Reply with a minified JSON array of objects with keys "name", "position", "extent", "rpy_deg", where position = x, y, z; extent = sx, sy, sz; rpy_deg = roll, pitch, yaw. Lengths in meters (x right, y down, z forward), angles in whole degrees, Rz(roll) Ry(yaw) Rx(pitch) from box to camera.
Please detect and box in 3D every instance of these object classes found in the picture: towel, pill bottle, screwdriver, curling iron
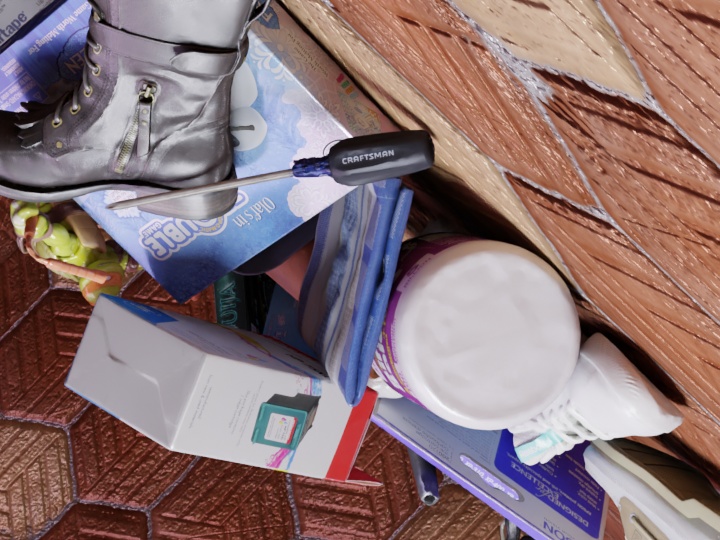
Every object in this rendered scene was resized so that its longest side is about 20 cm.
[{"name":"towel","position":[-0.007,-0.005,1.521],"extent":[0.024,0.147,0.200],"rpy_deg":[11,-171,-11]},{"name":"pill bottle","position":[0.059,0.033,1.496],"extent":[0.112,0.112,0.200],"rpy_deg":[45,175,-9]},{"name":"screwdriver","position":[-0.055,-0.057,1.391],"extent":[0.028,0.200,0.029],"rpy_deg":[-76,-22,-60]},{"name":"curling iron","position":[0.050,0.108,1.760],"extent":[0.049,0.026,0.200],"rpy_deg":[14,-154,-5]}]

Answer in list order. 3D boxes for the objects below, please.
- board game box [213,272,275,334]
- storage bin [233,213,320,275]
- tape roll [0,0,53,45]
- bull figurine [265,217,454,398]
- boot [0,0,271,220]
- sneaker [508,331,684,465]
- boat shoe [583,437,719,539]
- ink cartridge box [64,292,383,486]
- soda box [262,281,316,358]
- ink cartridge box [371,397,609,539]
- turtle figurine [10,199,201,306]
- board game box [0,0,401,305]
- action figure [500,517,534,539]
[{"name":"board game box","position":[-0.078,0.001,1.811],"extent":[0.135,0.028,0.200],"rpy_deg":[54,-154,-57]},{"name":"storage bin","position":[-0.109,-0.110,1.630],"extent":[0.200,0.145,0.134],"rpy_deg":[48,-176,-40]},{"name":"tape roll","position":[-0.259,-0.198,1.671],"extent":[0.085,0.200,0.200],"rpy_deg":[44,176,11]},{"name":"bull figurine","position":[0.000,0.000,1.660],"extent":[0.200,0.121,0.065],"rpy_deg":[41,175,34]},{"name":"boot","position":[-0.148,-0.123,1.403],"extent":[0.200,0.069,0.174],"rpy_deg":[8,128,5]},{"name":"sneaker","position":[0.132,0.087,1.485],"extent":[0.075,0.088,0.200],"rpy_deg":[47,175,-11]},{"name":"boat shoe","position":[0.202,0.167,1.584],"extent":[0.075,0.069,0.200],"rpy_deg":[14,-167,-29]},{"name":"ink cartridge box","position":[-0.075,0.080,1.552],"extent":[0.116,0.067,0.200],"rpy_deg":[26,-173,43]},{"name":"soda box","position":[-0.026,0.032,1.756],"extent":[0.200,0.068,0.064],"rpy_deg":[-79,-16,-50]},{"name":"ink cartridge box","position":[0.090,0.121,1.720],"extent":[0.198,0.043,0.200],"rpy_deg":[36,-155,-8]},{"name":"turtle figurine","position":[-0.191,-0.034,1.582],"extent":[0.200,0.064,0.161],"rpy_deg":[13,-138,-60]},{"name":"board game box","position":[-0.111,-0.097,1.474],"extent":[0.199,0.200,0.043],"rpy_deg":[45,-140,-15]},{"name":"action figure","position":[0.129,0.138,1.890],"extent":[0.119,0.102,0.200],"rpy_deg":[-1,-100,-53]}]
